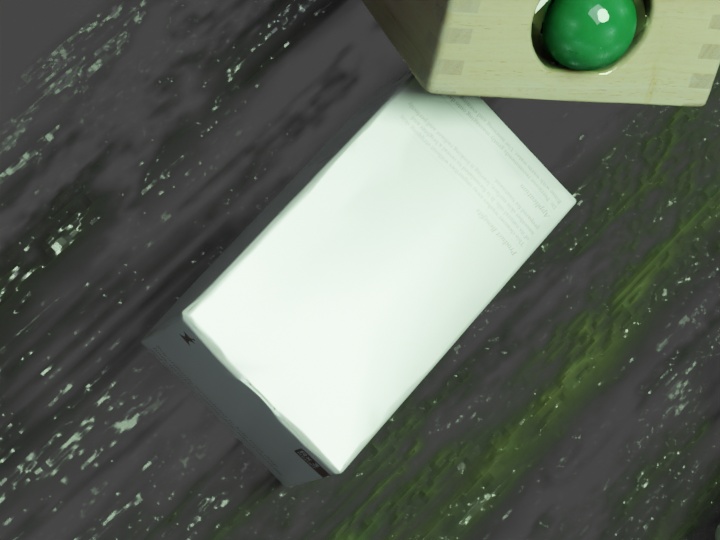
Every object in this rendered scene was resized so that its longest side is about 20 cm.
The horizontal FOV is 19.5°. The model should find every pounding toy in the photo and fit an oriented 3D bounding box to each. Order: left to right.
[{"bbox_3d":[0.113,-0.171,1.044,0.184,0.200,0.142,1,122,-22],"label":"pounding toy"}]

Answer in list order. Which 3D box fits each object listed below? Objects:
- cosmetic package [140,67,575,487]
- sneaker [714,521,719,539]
[{"bbox_3d":[0.000,0.000,1.055,0.113,0.081,0.200,48,68,-7],"label":"cosmetic package"},{"bbox_3d":[0.259,0.183,1.140,0.099,0.078,0.200,-39,107,4],"label":"sneaker"}]
